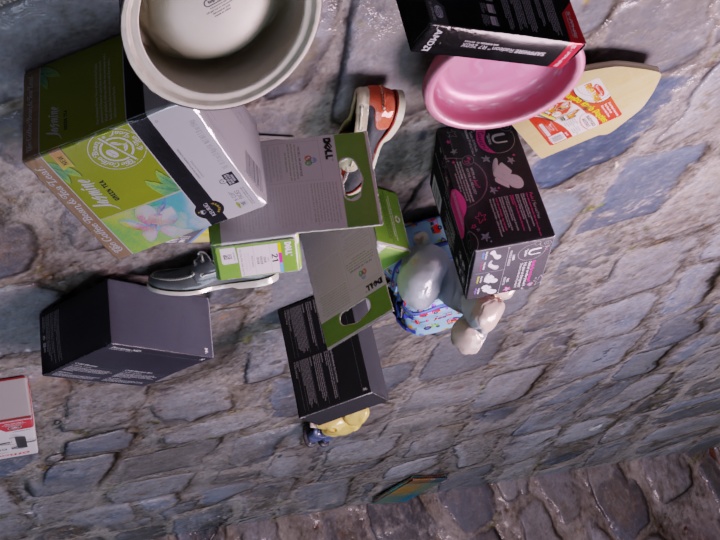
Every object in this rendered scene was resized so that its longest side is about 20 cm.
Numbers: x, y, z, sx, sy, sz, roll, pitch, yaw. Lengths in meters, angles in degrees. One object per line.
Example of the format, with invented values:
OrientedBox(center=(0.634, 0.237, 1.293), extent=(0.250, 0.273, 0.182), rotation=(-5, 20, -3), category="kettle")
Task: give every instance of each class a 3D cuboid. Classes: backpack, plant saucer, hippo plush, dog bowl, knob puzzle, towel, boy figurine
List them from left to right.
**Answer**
OrientedBox(center=(-0.140, -0.257, 1.119), extent=(0.199, 0.074, 0.201), rotation=(-15, 132, -18), category="dog bowl")
OrientedBox(center=(-0.053, 0.336, 2.606), extent=(0.124, 0.065, 0.200), rotation=(4, 150, -35), category="boy figurine")
OrientedBox(center=(0.144, 0.645, 3.471), extent=(0.146, 0.022, 0.200), rotation=(5, 148, -40), category="towel")
OrientedBox(center=(0.123, -0.003, 1.853), extent=(0.182, 0.135, 0.200), rotation=(-14, 154, -3), category="backpack")
OrientedBox(center=(0.140, 0.003, 1.703), extent=(0.160, 0.160, 0.200), rotation=(-61, 178, 29), category="hippo plush")
OrientedBox(center=(0.170, -0.246, 1.422), extent=(0.199, 0.051, 0.201), rotation=(-10, 155, -5), category="plant saucer")
OrientedBox(center=(0.301, -0.231, 1.564), extent=(0.218, 0.031, 0.220), rotation=(-11, 156, -5), category="knob puzzle")

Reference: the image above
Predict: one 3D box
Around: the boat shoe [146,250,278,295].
OrientedBox(center=(-0.224, -0.006, 1.765), extent=(0.199, 0.073, 0.062), rotation=(-5, 113, -2), category="boat shoe")

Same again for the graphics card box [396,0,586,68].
OrientedBox(center=(0.131, -0.283, 1.230), extent=(0.199, 0.126, 0.051), rotation=(0, 154, -31), category="graphics card box")

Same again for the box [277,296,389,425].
OrientedBox(center=(-0.047, 0.143, 1.996), extent=(0.141, 0.201, 0.079), rotation=(-22, 155, 21), category="box")

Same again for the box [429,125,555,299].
OrientedBox(center=(0.176, -0.084, 1.593), extent=(0.114, 0.201, 0.132), rotation=(-10, 150, -7), category="box")

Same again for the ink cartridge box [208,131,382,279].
OrientedBox(center=(-0.081, -0.079, 1.401), extent=(0.199, 0.148, 0.076), rotation=(-7, 146, -4), category="ink cartridge box")

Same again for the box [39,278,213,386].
OrientedBox(center=(-0.363, 0.101, 1.823), extent=(0.182, 0.105, 0.199), rotation=(-22, 157, 37), category="box")

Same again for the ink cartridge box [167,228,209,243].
OrientedBox(center=(-0.197, -0.064, 1.576), extent=(0.197, 0.047, 0.200), rotation=(-3, 169, -21), category="ink cartridge box")

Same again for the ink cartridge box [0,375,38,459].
OrientedBox(center=(-0.654, 0.270, 2.087), extent=(0.143, 0.084, 0.200), rotation=(-8, 157, -16), category="ink cartridge box")

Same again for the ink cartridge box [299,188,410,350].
OrientedBox(center=(0.000, 0.000, 1.699), extent=(0.076, 0.201, 0.148), rotation=(10, 147, -44), category="ink cartridge box")

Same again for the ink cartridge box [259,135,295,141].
OrientedBox(center=(-0.201, -0.115, 1.525), extent=(0.199, 0.045, 0.176), rotation=(0, 152, -29), category="ink cartridge box")

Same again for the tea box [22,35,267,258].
OrientedBox(center=(-0.234, -0.142, 1.289), extent=(0.196, 0.134, 0.200), rotation=(-19, 144, 12), category="tea box")

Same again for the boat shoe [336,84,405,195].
OrientedBox(center=(-0.006, -0.165, 1.490), extent=(0.062, 0.072, 0.200), rotation=(3, 150, -21), category="boat shoe")
